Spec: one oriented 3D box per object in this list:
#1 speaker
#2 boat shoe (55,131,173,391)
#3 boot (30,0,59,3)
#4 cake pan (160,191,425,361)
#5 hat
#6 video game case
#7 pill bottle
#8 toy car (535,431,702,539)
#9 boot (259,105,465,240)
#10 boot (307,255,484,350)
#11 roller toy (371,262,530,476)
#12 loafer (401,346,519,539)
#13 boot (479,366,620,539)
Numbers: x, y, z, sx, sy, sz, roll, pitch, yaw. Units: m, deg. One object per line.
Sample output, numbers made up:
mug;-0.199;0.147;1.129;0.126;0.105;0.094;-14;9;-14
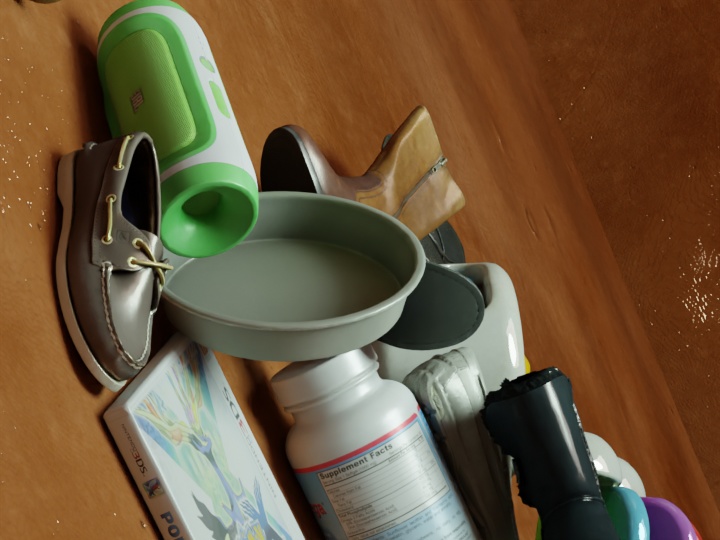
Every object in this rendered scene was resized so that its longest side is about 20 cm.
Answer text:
speaker;-0.132;-0.104;1.598;0.089;0.088;0.201;50;13;-48
boat shoe;-0.156;-0.011;1.455;0.072;0.059;0.201;52;20;-42
boot;-0.251;-0.300;1.533;0.200;0.072;0.156;54;19;-46
cake pan;-0.054;0.004;1.578;0.201;0.198;0.037;-86;178;-61
hat;0.037;-0.027;2.141;0.201;0.081;0.201;58;12;-20
video game case;-0.099;0.143;1.500;0.183;0.022;0.200;64;15;-9
pill bottle;0.010;0.155;1.702;0.201;0.108;0.109;64;14;-7
toy car;0.209;0.234;1.848;0.200;0.149;0.176;42;56;-63
boot;0.011;-0.086;1.964;0.200;0.068;0.189;-45;117;-38
boot;0.000;0.000;1.735;0.174;0.198;0.070;-70;167;-76
roller toy;0.072;0.089;1.863;0.183;0.139;0.202;96;-10;-72
loafer;0.094;0.156;1.756;0.070;0.070;0.201;12;-54;54
boot;0.144;0.162;1.656;0.200;0.076;0.169;-65;134;-83
